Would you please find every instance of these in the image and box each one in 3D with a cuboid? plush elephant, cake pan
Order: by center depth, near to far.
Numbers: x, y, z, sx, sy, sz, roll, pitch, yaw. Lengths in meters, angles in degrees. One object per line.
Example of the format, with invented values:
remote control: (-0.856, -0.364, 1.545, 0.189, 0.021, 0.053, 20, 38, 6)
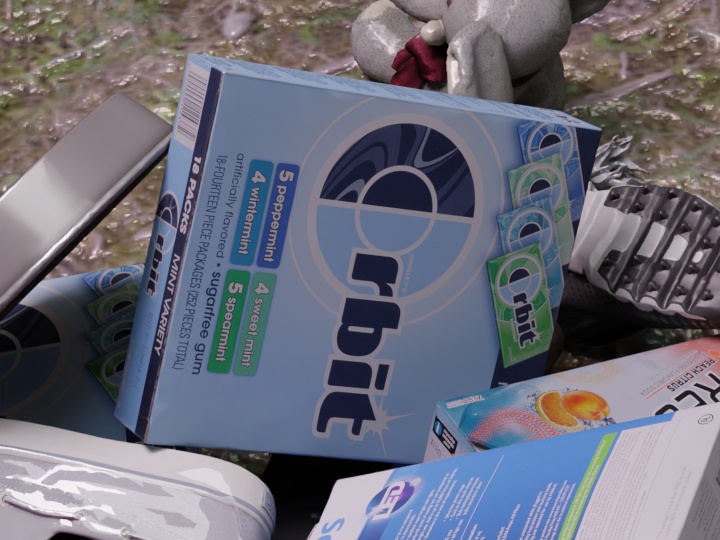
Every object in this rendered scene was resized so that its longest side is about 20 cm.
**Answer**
cake pan: (-0.160, -0.009, 1.292, 0.037, 0.200, 0.200, 45, 55, -3)
plush elephant: (0.057, -0.117, 1.495, 0.199, 0.155, 0.165, 15, 47, 21)

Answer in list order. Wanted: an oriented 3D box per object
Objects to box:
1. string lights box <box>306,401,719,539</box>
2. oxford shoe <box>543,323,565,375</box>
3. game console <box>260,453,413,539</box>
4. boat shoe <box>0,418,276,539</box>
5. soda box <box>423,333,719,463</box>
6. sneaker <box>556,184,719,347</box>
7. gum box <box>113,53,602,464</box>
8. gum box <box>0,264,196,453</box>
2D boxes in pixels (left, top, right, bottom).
string lights box: (0.066, 0.123, 1.172, 0.199, 0.059, 0.103, -14, 29, 32)
oxford shoe: (0.008, 0.035, 1.422, 0.199, 0.072, 0.072, 9, 10, 25)
game console: (0.039, 0.145, 1.286, 0.199, 0.031, 0.177, 16, 43, 8)
boat shoe: (-0.140, 0.115, 1.245, 0.199, 0.070, 0.072, 6, 52, 10)
soda box: (0.127, 0.085, 1.308, 0.199, 0.069, 0.064, -13, 41, -29)
sneaker: (0.130, 0.001, 1.401, 0.199, 0.091, 0.067, 14, 64, 40)
gum box: (0.000, 0.000, 1.280, 0.199, 0.171, 0.045, 6, 13, -28)
gum box: (-0.181, 0.082, 1.371, 0.199, 0.045, 0.171, -9, 43, 1)
